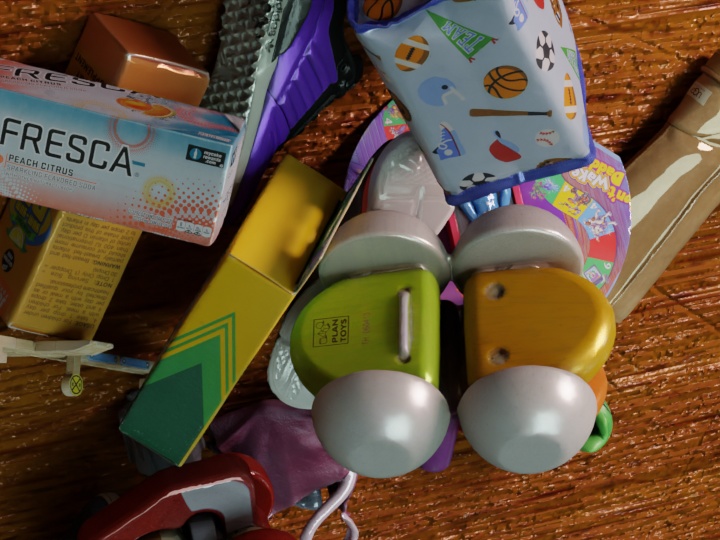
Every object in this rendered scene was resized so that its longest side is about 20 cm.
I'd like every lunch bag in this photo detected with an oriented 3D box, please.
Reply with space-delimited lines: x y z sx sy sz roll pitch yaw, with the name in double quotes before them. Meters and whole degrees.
"lunch bag" 0.064 -0.171 1.592 0.124 0.200 0.170 -15 135 16

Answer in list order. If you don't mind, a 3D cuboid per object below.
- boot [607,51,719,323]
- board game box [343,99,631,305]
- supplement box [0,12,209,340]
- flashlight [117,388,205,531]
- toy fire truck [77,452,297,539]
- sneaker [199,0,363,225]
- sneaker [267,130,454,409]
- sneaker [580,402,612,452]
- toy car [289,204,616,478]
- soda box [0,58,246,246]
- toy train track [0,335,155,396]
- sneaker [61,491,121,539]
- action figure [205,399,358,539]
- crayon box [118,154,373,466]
"boot" 0.246 -0.042 1.872 0.175 0.066 0.200 36 97 -30
"board game box" 0.090 -0.043 1.707 0.200 0.039 0.158 32 82 -5
"supplement box" -0.170 -0.056 1.600 0.069 0.067 0.200 10 114 -36
"flashlight" -0.126 0.170 1.786 0.068 0.068 0.200 -5 125 13
"toy fire truck" -0.124 0.220 1.701 0.168 0.112 0.200 -14 126 -13
"sneaker" -0.047 -0.115 1.635 0.099 0.070 0.200 1 120 -35
"sneaker" 0.000 0.000 1.668 0.077 0.082 0.200 33 86 -18
"sneaker" 0.111 0.079 1.853 0.200 0.085 0.078 18 110 -38
"toy car" 0.058 0.062 1.578 0.200 0.175 0.150 -2 143 3
"soda box" -0.173 -0.076 1.517 0.200 0.064 0.068 14 109 0
"toy train track" -0.186 0.068 1.658 0.200 0.115 0.033 13 78 -55
"sneaker" -0.238 0.245 1.754 0.146 0.077 0.203 1 121 -35
"action figure" -0.008 0.101 1.743 0.200 0.149 0.134 -33 166 30
"crayon box" -0.073 0.015 1.610 0.052 0.126 0.200 32 126 -4
